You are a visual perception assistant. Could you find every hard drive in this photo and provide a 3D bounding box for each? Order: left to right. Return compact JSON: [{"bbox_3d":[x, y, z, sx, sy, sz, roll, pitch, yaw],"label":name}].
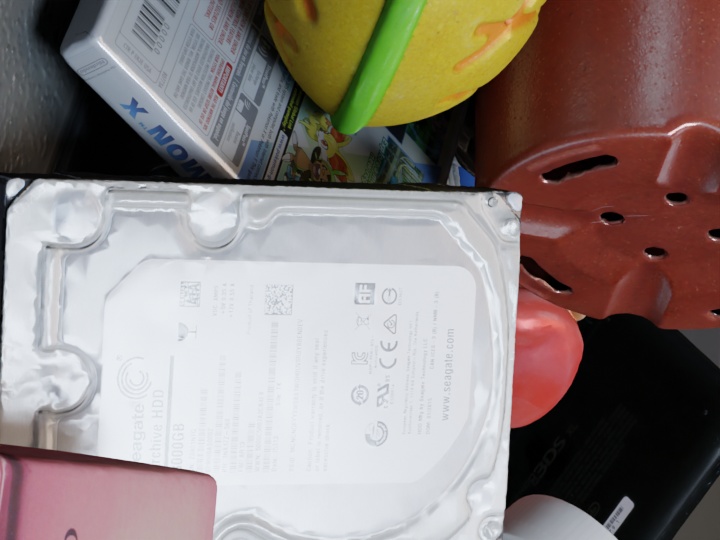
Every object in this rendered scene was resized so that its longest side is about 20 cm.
[{"bbox_3d":[-0.039,0.036,0.994,0.038,0.200,0.140,-167,-100,-66],"label":"hard drive"}]

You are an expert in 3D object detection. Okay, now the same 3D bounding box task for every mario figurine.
[{"bbox_3d":[0.073,-0.021,1.349,0.106,0.123,0.200,13,73,-36],"label":"mario figurine"}]

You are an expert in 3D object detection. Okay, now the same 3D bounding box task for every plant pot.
[{"bbox_3d":[0.126,-0.095,1.110,0.201,0.200,0.195,64,29,-56],"label":"plant pot"}]

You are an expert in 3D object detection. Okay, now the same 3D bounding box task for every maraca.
[{"bbox_3d":[0.024,-0.129,1.000,0.200,0.107,0.137,118,-13,-58],"label":"maraca"}]

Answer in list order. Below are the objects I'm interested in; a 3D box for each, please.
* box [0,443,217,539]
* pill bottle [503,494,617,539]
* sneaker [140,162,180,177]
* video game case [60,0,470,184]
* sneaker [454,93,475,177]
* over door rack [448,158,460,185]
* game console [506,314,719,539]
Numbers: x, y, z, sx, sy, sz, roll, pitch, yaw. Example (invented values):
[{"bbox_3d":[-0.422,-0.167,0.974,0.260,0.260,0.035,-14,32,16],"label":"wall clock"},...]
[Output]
[{"bbox_3d":[-0.133,0.113,0.833,0.200,0.109,0.128,17,79,-71],"label":"box"},{"bbox_3d":[0.035,0.194,1.231,0.200,0.110,0.110,-40,138,-29],"label":"pill bottle"},{"bbox_3d":[-0.068,0.061,1.058,0.079,0.078,0.200,-33,115,-72],"label":"sneaker"},{"bbox_3d":[-0.025,-0.095,1.085,0.182,0.022,0.200,46,41,-29],"label":"video game case"},{"bbox_3d":[0.041,-0.107,1.261,0.104,0.060,0.200,42,19,-49],"label":"sneaker"},{"bbox_3d":[0.000,0.000,1.194,0.200,0.067,0.148,34,44,-66],"label":"over door rack"},{"bbox_3d":[0.121,0.112,1.436,0.116,0.176,0.200,22,107,-45],"label":"game console"}]
